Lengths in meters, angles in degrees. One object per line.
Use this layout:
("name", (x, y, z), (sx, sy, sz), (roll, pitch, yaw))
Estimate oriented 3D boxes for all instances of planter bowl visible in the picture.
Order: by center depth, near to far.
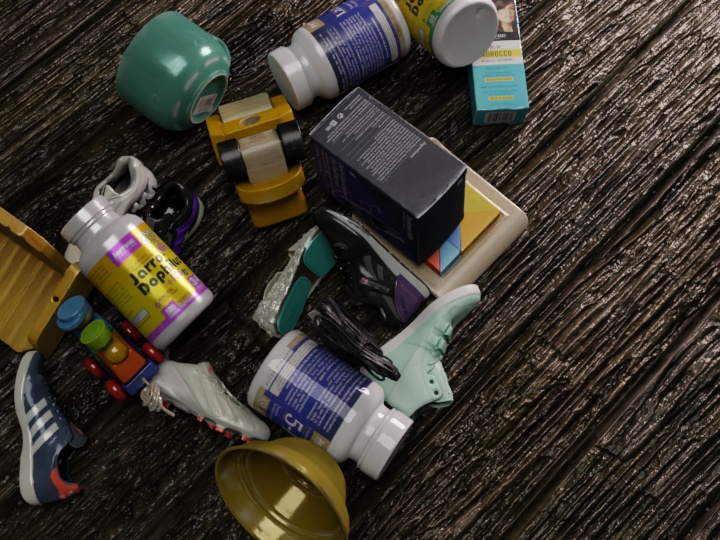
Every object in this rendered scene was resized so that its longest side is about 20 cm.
("planter bowl", (-0.080, 0.271, 1.144), (0.199, 0.201, 0.084), (32, 46, 11))

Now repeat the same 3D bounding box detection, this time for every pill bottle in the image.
("pill bottle", (-0.037, 0.179, 1.189), (0.199, 0.120, 0.120), (32, 74, 12))
("pill bottle", (-0.294, 0.000, 1.191), (0.200, 0.104, 0.104), (46, 76, -6))
("pill bottle", (-0.033, -0.330, 1.370), (0.199, 0.116, 0.116), (-33, 73, -11))
("pill bottle", (0.108, -0.401, 1.376), (0.112, 0.113, 0.200), (-31, 51, -10))

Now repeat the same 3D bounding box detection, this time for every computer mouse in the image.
("computer mouse", (-0.024, 0.088, 1.192), (0.138, 0.200, 0.053), (42, 92, -11))

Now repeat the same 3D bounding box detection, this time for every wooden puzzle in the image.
("wooden puzzle", (0.116, -0.077, 1.323), (0.200, 0.037, 0.185), (43, 76, 13))

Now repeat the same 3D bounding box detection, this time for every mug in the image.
("mug", (-0.255, -0.294, 1.339), (0.114, 0.152, 0.185), (36, 74, 9))

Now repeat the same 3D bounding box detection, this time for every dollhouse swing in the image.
("dollhouse swing", (-0.487, -0.002, 1.200), (0.199, 0.176, 0.183), (33, 91, 10))

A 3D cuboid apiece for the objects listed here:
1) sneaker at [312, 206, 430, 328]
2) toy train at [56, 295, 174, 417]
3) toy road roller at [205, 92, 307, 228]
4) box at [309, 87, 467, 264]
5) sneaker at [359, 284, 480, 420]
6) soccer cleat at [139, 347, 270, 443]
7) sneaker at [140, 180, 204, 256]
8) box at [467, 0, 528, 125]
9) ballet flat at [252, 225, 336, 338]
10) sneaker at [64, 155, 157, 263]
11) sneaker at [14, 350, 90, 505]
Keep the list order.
("sneaker", (0.000, 0.000, 1.251), (0.200, 0.076, 0.088), (41, 82, -11))
("toy train", (-0.313, 0.109, 1.176), (0.085, 0.116, 0.199), (-46, 43, -14))
("toy road roller", (-0.142, -0.156, 1.324), (0.122, 0.147, 0.200), (-17, 34, -6))
("box", (0.040, -0.128, 1.253), (0.200, 0.148, 0.104), (39, 74, 20))
("sneaker", (0.110, 0.117, 1.233), (0.200, 0.074, 0.118), (-40, 68, -3))
("soccer cleat", (-0.203, 0.167, 1.222), (0.198, 0.069, 0.078), (24, 75, 11))
("sneaker", (-0.287, -0.038, 1.275), (0.069, 0.100, 0.202), (15, 71, 8))
("box", (0.206, -0.325, 1.403), (0.081, 0.049, 0.202), (-3, 71, -1))
("ballet flat", (-0.090, 0.001, 1.284), (0.071, 0.072, 0.201), (28, 71, 10))
("sneaker", (-0.367, -0.076, 1.302), (0.075, 0.081, 0.201), (24, 74, 6))
("sneaker", (-0.404, 0.204, 1.208), (0.084, 0.075, 0.202), (-8, 81, -1))
